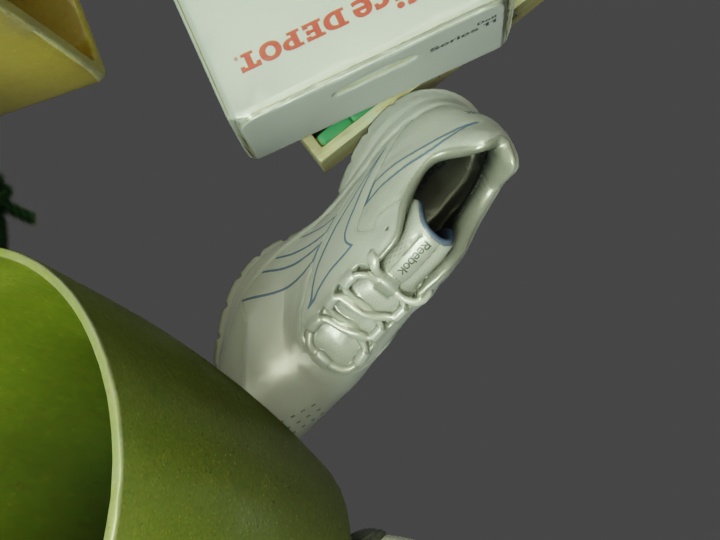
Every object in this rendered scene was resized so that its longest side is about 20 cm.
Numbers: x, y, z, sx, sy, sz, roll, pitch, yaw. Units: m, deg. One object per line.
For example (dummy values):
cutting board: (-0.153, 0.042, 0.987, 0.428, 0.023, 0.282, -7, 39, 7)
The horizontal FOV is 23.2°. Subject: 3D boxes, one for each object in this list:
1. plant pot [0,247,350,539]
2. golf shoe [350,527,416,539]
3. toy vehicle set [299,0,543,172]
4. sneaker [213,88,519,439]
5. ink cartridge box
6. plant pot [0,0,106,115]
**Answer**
plant pot: (-0.098, 0.106, 0.721, 0.186, 0.199, 0.189, -12, 70, 34)
golf shoe: (0.002, 0.221, 0.806, 0.087, 0.077, 0.202, 9, 84, -6)
toy vehicle set: (0.022, -0.160, 0.887, 0.200, 0.027, 0.125, -39, 81, -3)
sneaker: (0.000, 0.000, 0.825, 0.074, 0.087, 0.201, 34, 86, -21)
ink cartridge box: (-0.031, -0.175, 0.836, 0.146, 0.083, 0.201, -24, 79, 0)
plant pot: (-0.269, -0.155, 0.829, 0.199, 0.195, 0.196, -24, 80, 6)
